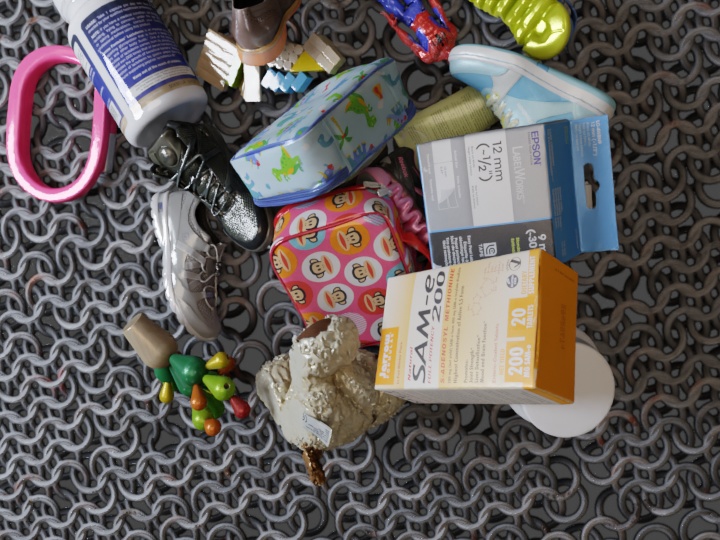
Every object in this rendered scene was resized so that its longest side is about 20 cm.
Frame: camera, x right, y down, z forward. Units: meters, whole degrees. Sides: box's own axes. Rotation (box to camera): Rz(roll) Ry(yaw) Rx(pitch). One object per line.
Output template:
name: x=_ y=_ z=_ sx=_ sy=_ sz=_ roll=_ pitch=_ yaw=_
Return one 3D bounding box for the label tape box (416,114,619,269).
label tape box: x=0.167 y=-0.077 z=0.663 sx=0.195 sy=0.066 sz=0.147 roll=-5 pitch=100 yaw=20

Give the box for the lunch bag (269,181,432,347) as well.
lunch bag: x=0.000 y=0.000 z=0.738 sx=0.172 sy=0.083 sz=0.203 roll=-14 pitch=129 yaw=9

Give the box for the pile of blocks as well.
pile of blocks: x=-0.108 y=-0.255 z=0.785 sx=0.195 sy=0.062 sz=0.084 roll=8 pitch=106 yaw=17

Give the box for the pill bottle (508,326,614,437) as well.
pill bottle: x=0.205 y=0.105 z=0.709 sx=0.111 sy=0.200 sz=0.117 roll=0 pitch=98 yaw=1

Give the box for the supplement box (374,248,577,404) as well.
supplement box: x=0.110 y=0.063 z=0.626 sx=0.073 sy=0.198 sz=0.129 roll=23 pitch=66 yaw=-37

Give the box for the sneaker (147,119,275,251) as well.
sneaker: x=-0.183 y=-0.102 z=0.741 sx=0.076 sy=0.113 sz=0.201 roll=-43 pitch=70 yaw=25

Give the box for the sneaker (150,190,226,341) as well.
sneaker: x=-0.209 y=-0.010 z=0.803 sx=0.080 sy=0.075 sz=0.205 roll=-15 pitch=92 yaw=7

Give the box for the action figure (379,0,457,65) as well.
action figure: x=0.059 y=-0.324 z=0.775 sx=0.065 sy=0.052 sz=0.200 roll=-43 pitch=92 yaw=3

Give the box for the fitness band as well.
fitness band: x=-0.397 y=-0.192 z=0.827 sx=0.140 sy=0.037 sz=0.206 roll=7 pitch=93 yaw=5

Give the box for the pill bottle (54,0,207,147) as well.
pill bottle: x=-0.286 y=-0.268 z=0.773 sx=0.114 sy=0.116 sz=0.203 roll=-32 pitch=91 yaw=6

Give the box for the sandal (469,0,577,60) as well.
sandal: x=0.191 y=-0.332 z=0.751 sx=0.079 sy=0.086 sz=0.202 roll=-44 pitch=71 yaw=41

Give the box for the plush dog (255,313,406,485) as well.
plush dog: x=-0.010 y=0.147 z=0.739 sx=0.169 sy=0.200 sz=0.164 roll=-11 pitch=70 yaw=-34

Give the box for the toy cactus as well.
toy cactus: x=-0.214 y=0.115 z=0.764 sx=0.102 sy=0.199 sz=0.166 roll=-47 pitch=113 yaw=-19

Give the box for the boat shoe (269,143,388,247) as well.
boat shoe: x=-0.040 y=-0.097 z=0.792 sx=0.200 sy=0.072 sz=0.061 roll=-40 pitch=133 yaw=-5

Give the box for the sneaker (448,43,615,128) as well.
sneaker: x=0.175 y=-0.166 z=0.711 sx=0.196 sy=0.080 sz=0.133 roll=24 pitch=99 yaw=7

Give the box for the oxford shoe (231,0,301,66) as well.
oxford shoe: x=-0.111 y=-0.332 z=0.731 sx=0.069 sy=0.074 sz=0.204 roll=-5 pitch=54 yaw=7

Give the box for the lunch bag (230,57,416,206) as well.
lunch bag: x=-0.043 y=-0.156 z=0.709 sx=0.158 sy=0.201 sz=0.083 roll=-3 pitch=126 yaw=45

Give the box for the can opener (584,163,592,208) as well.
can opener: x=0.257 y=-0.125 z=0.759 sx=0.052 sy=0.067 sz=0.206 roll=-4 pitch=94 yaw=4

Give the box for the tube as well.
tube: x=0.135 y=-0.198 z=0.777 sx=0.197 sy=0.052 sz=0.059 roll=-31 pitch=64 yaw=10

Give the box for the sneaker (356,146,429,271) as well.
sneaker: x=0.085 y=-0.067 z=0.776 sx=0.201 sy=0.078 sz=0.096 roll=51 pitch=60 yaw=-16
